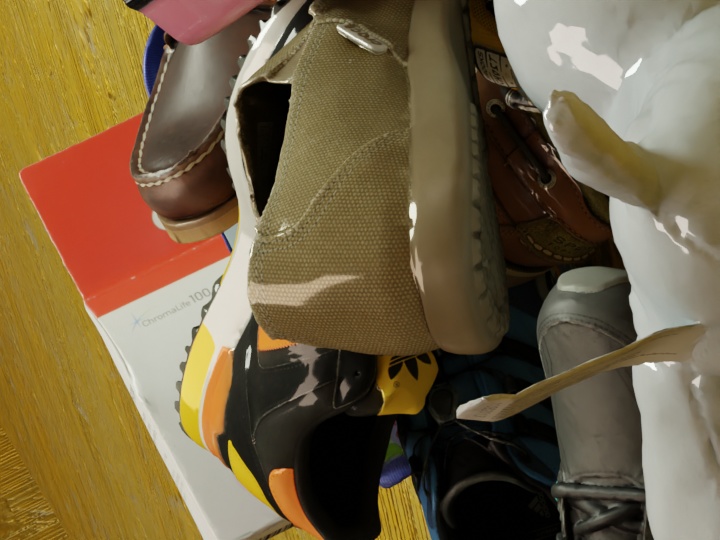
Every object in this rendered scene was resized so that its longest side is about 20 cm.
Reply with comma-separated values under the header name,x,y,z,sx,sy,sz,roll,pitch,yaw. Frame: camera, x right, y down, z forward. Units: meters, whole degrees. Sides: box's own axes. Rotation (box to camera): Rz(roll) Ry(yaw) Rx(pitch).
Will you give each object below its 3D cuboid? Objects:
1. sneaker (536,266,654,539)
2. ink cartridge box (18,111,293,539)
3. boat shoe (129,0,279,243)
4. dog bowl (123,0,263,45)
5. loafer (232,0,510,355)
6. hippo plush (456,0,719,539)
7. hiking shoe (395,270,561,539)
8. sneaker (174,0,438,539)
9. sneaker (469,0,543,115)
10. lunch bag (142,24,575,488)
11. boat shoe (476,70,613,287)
name,x,y,z,sx,sy,sz,roll,pitch,yaw
sneaker,0.095,0.095,0.816,0.075,0.079,0.200,-2,117,48
ink cartridge box,-0.038,0.005,1.196,0.200,0.162,0.057,63,166,5
boat shoe,-0.035,-0.100,0.950,0.070,0.200,0.070,-9,132,36
dog bowl,-0.007,-0.142,0.773,0.074,0.200,0.200,52,168,-9
loafer,0.000,-0.043,0.732,0.200,0.067,0.076,-92,-6,-64
hippo plush,0.089,-0.022,0.661,0.161,0.200,0.159,-119,33,-46
hiking shoe,0.044,0.047,0.938,0.200,0.074,0.087,62,-169,-5
sneaker,0.000,0.000,0.874,0.090,0.070,0.200,43,133,35
sneaker,0.078,-0.064,0.810,0.200,0.082,0.078,52,162,39
lunch bag,-0.001,-0.042,1.074,0.200,0.127,0.170,-106,-9,-59
boat shoe,0.046,-0.098,0.925,0.068,0.072,0.200,-26,82,47
